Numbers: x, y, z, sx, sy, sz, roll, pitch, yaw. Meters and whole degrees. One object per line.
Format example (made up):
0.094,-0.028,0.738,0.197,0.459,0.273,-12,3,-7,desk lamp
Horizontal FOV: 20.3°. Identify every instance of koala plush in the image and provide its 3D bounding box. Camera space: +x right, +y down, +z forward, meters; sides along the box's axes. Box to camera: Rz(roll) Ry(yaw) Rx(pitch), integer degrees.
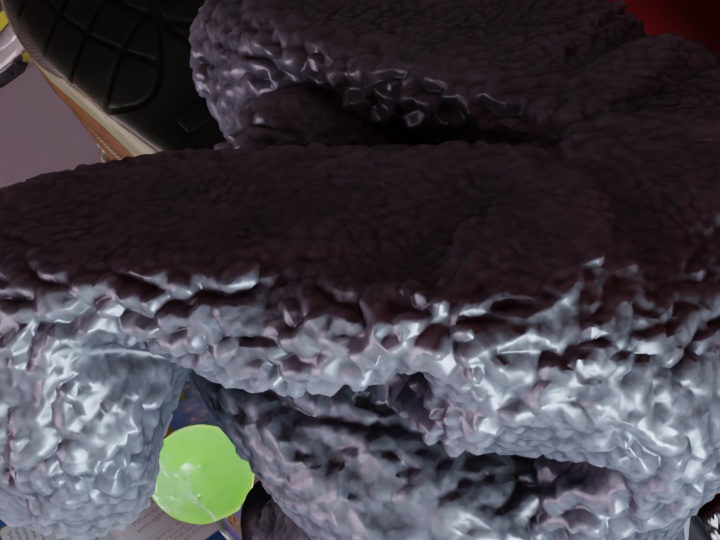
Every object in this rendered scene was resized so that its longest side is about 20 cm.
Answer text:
0.028,0.054,0.465,0.183,0.177,0.201,8,123,24,koala plush

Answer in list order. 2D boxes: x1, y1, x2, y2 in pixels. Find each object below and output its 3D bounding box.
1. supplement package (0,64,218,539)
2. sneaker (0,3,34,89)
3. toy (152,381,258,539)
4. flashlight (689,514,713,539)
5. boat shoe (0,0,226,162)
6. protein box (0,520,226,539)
-0.116,0.020,0.931,0.117,0.117,0.200,42,164,47,supplement package
-0.152,-0.129,1.023,0.200,0.074,0.085,-39,39,46,sneaker
-0.052,0.030,0.749,0.115,0.047,0.200,49,-167,-18,toy
0.043,0.023,0.621,0.068,0.067,0.201,-50,61,38,flashlight
-0.067,-0.053,0.739,0.200,0.075,0.074,49,157,26,boat shoe
-0.144,0.106,1.144,0.135,0.199,0.199,76,168,-78,protein box
